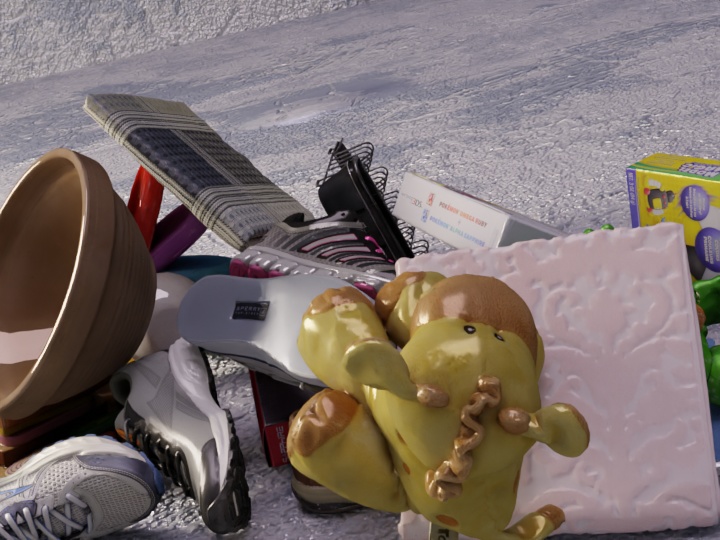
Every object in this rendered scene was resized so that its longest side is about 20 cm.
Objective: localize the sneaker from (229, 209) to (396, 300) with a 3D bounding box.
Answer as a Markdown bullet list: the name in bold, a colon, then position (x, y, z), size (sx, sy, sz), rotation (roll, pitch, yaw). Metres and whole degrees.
- **sneaker**: position (0.000, 0.000, 0.984), size (0.198, 0.074, 0.088), rotation (13, 50, 31)

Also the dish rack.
- **dish rack**: position (0.018, -0.049, 1.237), size (0.054, 0.155, 0.200), rotation (-26, 16, 13)

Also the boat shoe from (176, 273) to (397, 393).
- **boat shoe**: position (-0.037, 0.052, 0.923), size (0.200, 0.076, 0.086), rotation (3, -22, 43)

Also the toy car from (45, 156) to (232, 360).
- **toy car**: position (-0.192, -0.018, 1.169), size (0.151, 0.200, 0.175), rotation (-50, 18, -4)

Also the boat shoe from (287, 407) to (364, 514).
- **boat shoe**: position (0.044, 0.103, 0.899), size (0.197, 0.075, 0.076), rotation (-16, 18, -7)

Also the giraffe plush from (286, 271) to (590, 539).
- **giraffe plush**: position (0.046, 0.070, 0.730), size (0.170, 0.203, 0.163), rotation (-9, -25, -10)

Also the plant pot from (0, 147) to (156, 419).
- **plant pot**: position (-0.218, 0.019, 0.997), size (0.092, 0.204, 0.200), rotation (22, -1, -35)

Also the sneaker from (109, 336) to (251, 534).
- **sneaker**: position (-0.126, 0.121, 0.927), size (0.078, 0.075, 0.200), rotation (-15, 30, -14)

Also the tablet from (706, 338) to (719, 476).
- **tablet**: position (0.194, 0.097, 0.939), size (0.128, 0.014, 0.200), rotation (-6, 19, 15)

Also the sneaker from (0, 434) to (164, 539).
- **sneaker**: position (-0.224, 0.173, 0.880), size (0.197, 0.078, 0.086), rotation (-15, 28, 11)

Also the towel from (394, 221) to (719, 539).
- **towel**: position (0.119, 0.072, 0.842), size (0.197, 0.194, 0.032), rotation (-6, -22, 13)

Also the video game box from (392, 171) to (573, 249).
- **video game box**: position (0.148, -0.016, 1.081), size (0.198, 0.047, 0.182), rotation (19, 9, -26)

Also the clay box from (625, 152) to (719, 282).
- **clay box**: position (0.306, -0.024, 1.062), size (0.047, 0.117, 0.199), rotation (-23, 22, -31)

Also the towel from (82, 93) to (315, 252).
- **towel**: position (-0.137, -0.085, 1.169), size (0.192, 0.035, 0.200), rotation (41, 14, 10)

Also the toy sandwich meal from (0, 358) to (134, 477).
- **toy sandwich meal**: position (-0.236, 0.107, 1.046), size (0.202, 0.071, 0.206), rotation (-9, 20, 3)

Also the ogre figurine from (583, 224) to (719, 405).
- **ogre figurine**: position (0.206, 0.042, 0.920), size (0.098, 0.199, 0.120), rotation (-50, 17, 25)

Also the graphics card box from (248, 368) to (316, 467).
- **graphics card box**: position (0.014, 0.068, 1.001), size (0.197, 0.051, 0.126), rotation (-11, 41, -5)
